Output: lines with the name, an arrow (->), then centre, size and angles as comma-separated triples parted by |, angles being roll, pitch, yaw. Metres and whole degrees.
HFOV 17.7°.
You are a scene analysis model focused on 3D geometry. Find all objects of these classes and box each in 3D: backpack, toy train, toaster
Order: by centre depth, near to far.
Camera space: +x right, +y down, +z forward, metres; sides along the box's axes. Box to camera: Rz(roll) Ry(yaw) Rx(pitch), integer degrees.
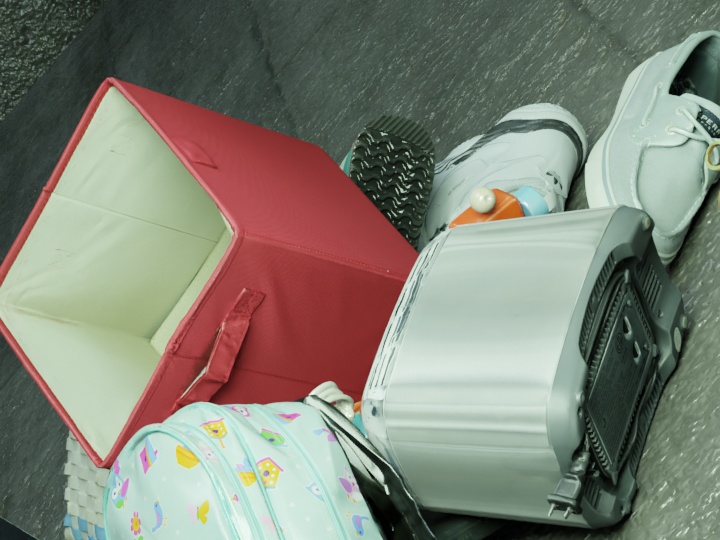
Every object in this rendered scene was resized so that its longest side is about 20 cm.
backpack -> -0.045, 0.159, 1.178 | 0.167, 0.126, 0.201 | -44, 59, 37
toaster -> 0.086, 0.057, 1.229 | 0.128, 0.114, 0.201 | -1, 47, 29
toy train -> 0.036, 0.043, 1.339 | 0.200, 0.151, 0.055 | -44, 42, -19

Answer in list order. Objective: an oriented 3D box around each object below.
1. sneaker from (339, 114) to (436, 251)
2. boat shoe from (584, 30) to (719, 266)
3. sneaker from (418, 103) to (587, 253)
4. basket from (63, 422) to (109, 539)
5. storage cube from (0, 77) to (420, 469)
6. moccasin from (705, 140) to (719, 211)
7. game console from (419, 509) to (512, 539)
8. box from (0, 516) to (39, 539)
sneaker -> 0.000, -0.001, 1.525 | 0.093, 0.070, 0.201 | 151, 134, -84
boat shoe -> 0.187, -0.080, 1.380 | 0.071, 0.070, 0.201 | -40, 18, 37
sneaker -> 0.065, -0.025, 1.548 | 0.200, 0.075, 0.115 | -36, 20, 29
basket -> -0.133, 0.109, 1.619 | 0.176, 0.138, 0.202 | -173, 92, -68
storage cube -> -0.088, 0.014, 1.398 | 0.172, 0.179, 0.200 | -59, 45, 17
moccasin -> 0.227, -0.069, 1.252 | 0.073, 0.078, 0.202 | -30, 27, 46
game console -> 0.017, 0.209, 1.302 | 0.175, 0.117, 0.200 | -26, 2, -37
box -> -0.250, 0.297, 1.522 | 0.182, 0.104, 0.200 | -44, 38, 9
